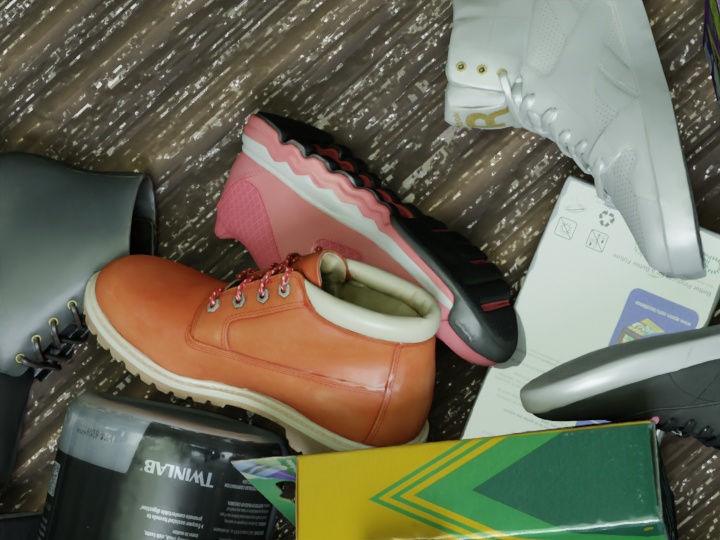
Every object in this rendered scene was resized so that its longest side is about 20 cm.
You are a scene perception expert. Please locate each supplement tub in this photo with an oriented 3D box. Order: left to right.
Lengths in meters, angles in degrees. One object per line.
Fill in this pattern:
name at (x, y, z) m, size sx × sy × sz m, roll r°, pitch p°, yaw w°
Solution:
supplement tub at (-0.116, 0.173, 0.924) m, size 0.122 × 0.123 × 0.201 m, roll 13°, pitch 89°, yaw 12°

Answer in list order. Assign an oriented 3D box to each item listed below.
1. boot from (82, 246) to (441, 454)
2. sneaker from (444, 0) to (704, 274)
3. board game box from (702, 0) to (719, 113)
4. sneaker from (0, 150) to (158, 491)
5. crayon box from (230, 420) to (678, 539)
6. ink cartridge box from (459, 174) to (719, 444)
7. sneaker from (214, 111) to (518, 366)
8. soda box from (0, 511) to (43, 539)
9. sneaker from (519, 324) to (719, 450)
boot at (-0.049, 0.020, 0.896) m, size 0.199 × 0.075 × 0.108 m, roll 22°, pitch 128°, yaw 14°
sneaker at (0.104, -0.075, 0.905) m, size 0.115 × 0.074 × 0.201 m, roll -15°, pitch 61°, yaw 6°
board game box at (0.189, -0.074, 0.838) m, size 0.032 × 0.200 × 0.121 m, roll -9°, pitch 85°, yaw 10°
sneaker at (-0.176, 0.035, 0.970) m, size 0.106 × 0.075 × 0.201 m, roll 5°, pitch 86°, yaw 12°
crayon box at (0.050, 0.124, 0.849) m, size 0.199 × 0.126 × 0.052 m, roll -6°, pitch 66°, yaw 12°
ink cartridge box at (0.118, 0.060, 0.926) m, size 0.099 × 0.039 × 0.201 m, roll 23°, pitch 90°, yaw 12°
sneaker at (0.000, 0.000, 0.941) m, size 0.200 × 0.074 × 0.087 m, roll 40°, pitch 109°, yaw 25°
soda box at (-0.208, 0.235, 0.963) m, size 0.063 × 0.071 × 0.201 m, roll -6°, pitch 85°, yaw 17°
sneaker at (0.178, 0.078, 0.865) m, size 0.199 × 0.071 × 0.100 m, roll -9°, pitch 92°, yaw -18°
